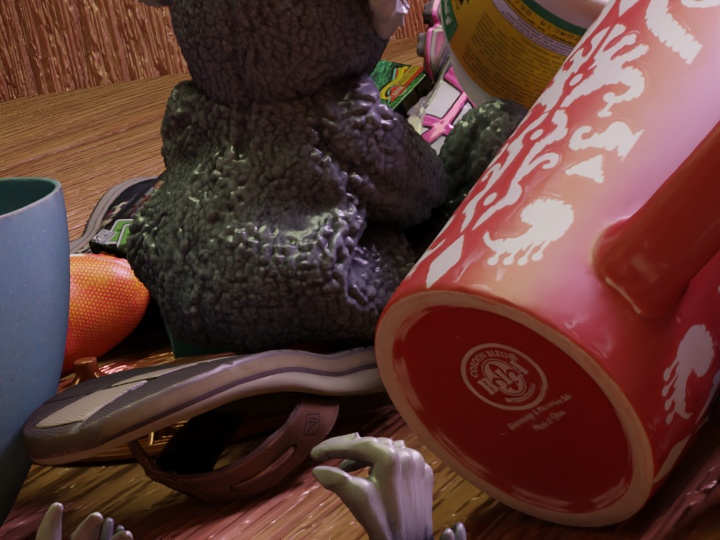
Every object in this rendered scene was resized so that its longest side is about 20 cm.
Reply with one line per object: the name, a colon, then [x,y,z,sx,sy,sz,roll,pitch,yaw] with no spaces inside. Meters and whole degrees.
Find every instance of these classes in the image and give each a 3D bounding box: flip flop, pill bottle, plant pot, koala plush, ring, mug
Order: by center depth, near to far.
mug: [0.101,-0.031,0.645,0.133,0.178,0.200,25,55,23]
plant pot: [-0.203,0.050,0.735,0.200,0.135,0.200,-11,11,2]
flip flop: [-0.047,0.064,0.747,0.081,0.058,0.200,-9,-5,35]
koala plush: [-0.028,-0.085,0.797,0.177,0.200,0.184,11,32,26]
pill bottle: [0.097,-0.133,0.849,0.113,0.113,0.200,-13,-10,-9]
ring: [-0.080,0.053,0.912,0.200,0.019,0.200,-11,10,2]

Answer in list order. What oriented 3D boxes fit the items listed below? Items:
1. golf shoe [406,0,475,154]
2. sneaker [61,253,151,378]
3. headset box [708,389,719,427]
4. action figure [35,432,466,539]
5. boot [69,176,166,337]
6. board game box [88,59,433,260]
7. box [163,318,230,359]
golf shoe: [0.071,-0.075,1.017,0.092,0.200,0.073,3,-22,20]
sneaker: [-0.198,0.049,0.956,0.200,0.073,0.077,-23,27,-18]
headset box: [0.205,-0.037,0.590,0.075,0.200,0.149,31,32,27]
action figure: [-0.030,0.094,0.437,0.119,0.102,0.200,-5,3,-44]
boot: [-0.092,-0.009,1.103,0.154,0.074,0.204,-5,19,19]
board game box: [-0.052,-0.059,1.046,0.105,0.023,0.200,16,48,33]
box: [0.000,0.000,0.925,0.200,0.049,0.082,-7,12,-8]
